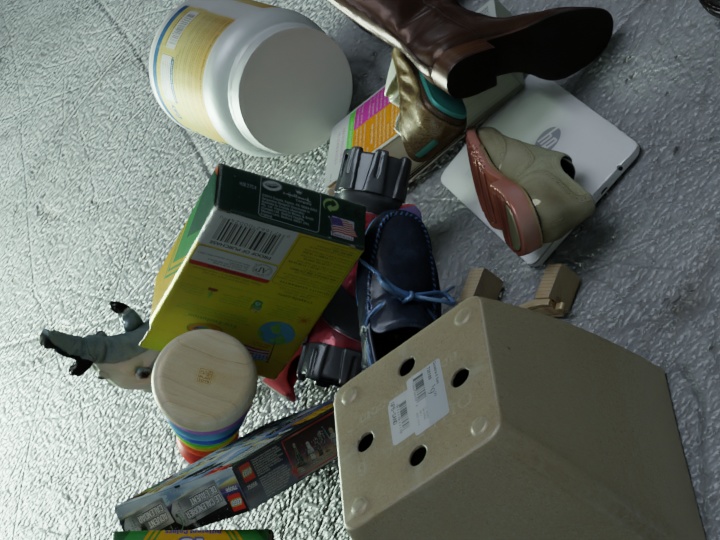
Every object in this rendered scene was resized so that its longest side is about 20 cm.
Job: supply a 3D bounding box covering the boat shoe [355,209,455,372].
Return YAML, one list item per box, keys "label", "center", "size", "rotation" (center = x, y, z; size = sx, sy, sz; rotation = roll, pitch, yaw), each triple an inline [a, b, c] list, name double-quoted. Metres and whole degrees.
- label: "boat shoe"
  center: [0.040, 0.048, 1.644]
  size: [0.069, 0.084, 0.200]
  rotation: [136, 130, -74]

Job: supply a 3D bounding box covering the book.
- label: "book"
  center: [0.056, -0.150, 1.895]
  size: [0.200, 0.048, 0.134]
  rotation: [-37, 27, 22]

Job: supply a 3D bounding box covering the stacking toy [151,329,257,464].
- label: "stacking toy"
  center: [-0.127, 0.120, 1.758]
  size: [0.200, 0.085, 0.085]
  rotation: [94, -159, -69]

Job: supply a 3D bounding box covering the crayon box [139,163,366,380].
- label: "crayon box"
  center: [-0.091, 0.005, 1.696]
  size: [0.200, 0.127, 0.051]
  rotation: [125, 155, -46]

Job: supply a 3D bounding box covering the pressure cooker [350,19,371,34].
- label: "pressure cooker"
  center: [0.002, -0.341, 2.014]
  size: [0.179, 0.200, 0.176]
  rotation: [-27, 38, 34]

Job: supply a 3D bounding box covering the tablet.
- label: "tablet"
  center: [0.145, -0.089, 1.749]
  size: [0.130, 0.014, 0.200]
  rotation: [-49, 32, 4]

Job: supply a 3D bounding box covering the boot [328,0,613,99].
- label: "boot"
  center: [0.090, -0.225, 1.795]
  size: [0.200, 0.186, 0.064]
  rotation: [42, 137, 45]

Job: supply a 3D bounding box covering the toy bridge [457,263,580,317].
- label: "toy bridge"
  center: [0.092, 0.032, 1.679]
  size: [0.200, 0.027, 0.067]
  rotation: [-4, 57, 51]

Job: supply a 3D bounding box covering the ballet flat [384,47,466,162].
- label: "ballet flat"
  center: [0.053, -0.155, 1.806]
  size: [0.072, 0.068, 0.200]
  rotation: [-54, 23, 27]

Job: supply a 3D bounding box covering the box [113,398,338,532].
- label: "box"
  center: [-0.080, 0.153, 1.656]
  size: [0.137, 0.040, 0.200]
  rotation: [-23, 2, 39]

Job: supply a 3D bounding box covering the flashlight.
- label: "flashlight"
  center: [0.000, 0.000, 1.742]
  size: [0.068, 0.068, 0.200]
  rotation: [170, 115, -72]

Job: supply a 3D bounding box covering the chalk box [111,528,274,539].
- label: "chalk box"
  center: [-0.123, 0.304, 1.541]
  size: [0.124, 0.125, 0.200]
  rotation: [0, 42, -1]

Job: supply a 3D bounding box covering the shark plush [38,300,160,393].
- label: "shark plush"
  center: [-0.214, 0.067, 1.904]
  size: [0.091, 0.200, 0.083]
  rotation: [-26, 70, 52]

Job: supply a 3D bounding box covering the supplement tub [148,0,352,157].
- label: "supplement tub"
  center: [-0.108, -0.190, 2.053]
  size: [0.145, 0.145, 0.200]
  rotation: [-55, 31, -6]

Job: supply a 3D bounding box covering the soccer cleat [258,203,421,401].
- label: "soccer cleat"
  center: [-0.014, 0.026, 1.805]
  size: [0.200, 0.067, 0.076]
  rotation: [-41, 68, 2]

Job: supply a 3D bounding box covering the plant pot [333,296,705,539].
- label: "plant pot"
  center: [0.090, 0.138, 1.428]
  size: [0.200, 0.177, 0.200]
  rotation: [-37, 34, 24]

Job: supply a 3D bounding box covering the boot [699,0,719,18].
- label: "boot"
  center: [0.300, -0.278, 1.588]
  size: [0.200, 0.174, 0.069]
  rotation: [-14, 47, 45]

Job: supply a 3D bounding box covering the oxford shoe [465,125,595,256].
- label: "oxford shoe"
  center: [0.134, -0.070, 1.688]
  size: [0.074, 0.071, 0.200]
  rotation: [-18, 29, -4]
